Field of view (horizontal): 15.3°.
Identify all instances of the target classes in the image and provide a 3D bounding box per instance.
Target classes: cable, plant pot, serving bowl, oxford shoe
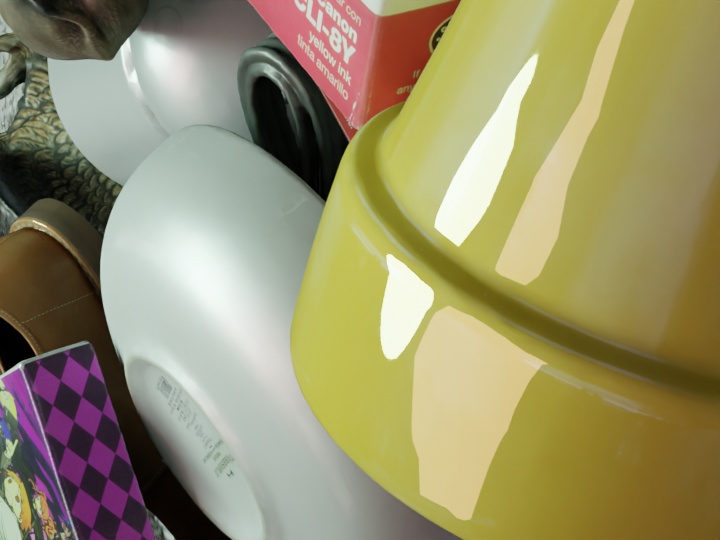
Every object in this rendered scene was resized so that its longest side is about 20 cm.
[{"bbox_3d":[0.000,0.000,1.015,0.097,0.050,0.201,7,120,60],"label":"cable"},{"bbox_3d":[0.097,-0.036,0.749,0.201,0.200,0.190,43,126,46],"label":"plant pot"},{"bbox_3d":[-0.035,0.048,0.978,0.200,0.066,0.201,46,157,26],"label":"serving bowl"},{"bbox_3d":[-0.102,0.072,1.130,0.200,0.071,0.071,54,146,-9],"label":"oxford shoe"}]

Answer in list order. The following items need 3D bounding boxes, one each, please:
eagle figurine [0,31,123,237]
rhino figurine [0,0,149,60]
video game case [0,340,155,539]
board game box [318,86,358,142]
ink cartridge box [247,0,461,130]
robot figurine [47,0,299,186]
[{"bbox_3d":[-0.116,-0.034,1.239,0.151,0.151,0.201,-43,60,40],"label":"eagle figurine"},{"bbox_3d":[-0.121,-0.145,1.041,0.088,0.060,0.200,58,-172,-29],"label":"rhino figurine"},{"bbox_3d":[-0.118,0.142,1.059,0.181,0.036,0.201,-26,82,62],"label":"video game case"},{"bbox_3d":[0.014,-0.117,0.927,0.201,0.103,0.019,61,-179,8],"label":"board game box"},{"bbox_3d":[0.051,-0.156,0.798,0.084,0.144,0.201,52,148,35],"label":"ink cartridge box"},{"bbox_3d":[-0.056,-0.090,1.093,0.200,0.112,0.171,-5,72,65],"label":"robot figurine"}]
